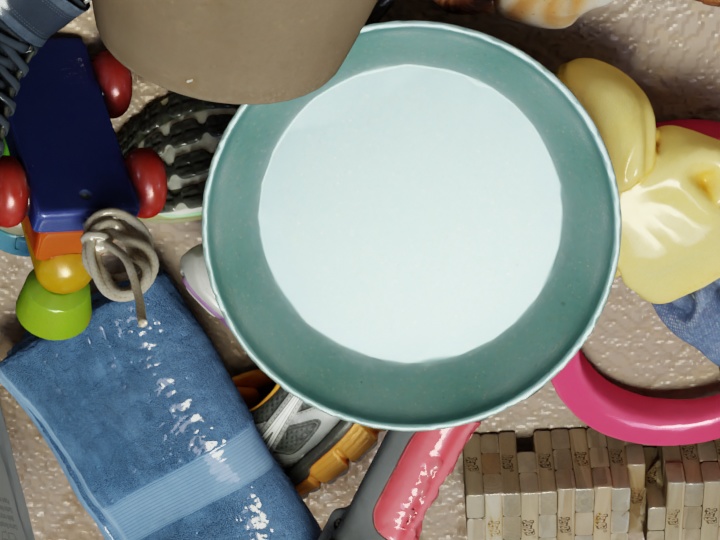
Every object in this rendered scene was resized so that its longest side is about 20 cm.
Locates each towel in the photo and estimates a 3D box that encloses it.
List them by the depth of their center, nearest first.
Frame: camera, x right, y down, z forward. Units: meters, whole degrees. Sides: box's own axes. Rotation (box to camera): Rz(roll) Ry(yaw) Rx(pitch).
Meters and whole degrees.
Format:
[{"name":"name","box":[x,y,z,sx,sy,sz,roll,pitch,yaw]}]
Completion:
[{"name":"towel","box":[-0.100,0.104,1.404,0.111,0.049,0.200,-27,97,26]}]

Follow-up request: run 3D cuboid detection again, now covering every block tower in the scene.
[{"name":"block tower","box":[0.158,0.122,1.489,0.199,0.058,0.054,-2,128,1]}]

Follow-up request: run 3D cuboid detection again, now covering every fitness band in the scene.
[{"name":"fitness band","box":[0.168,0.009,1.416,0.143,0.037,0.200,0,127,0]}]

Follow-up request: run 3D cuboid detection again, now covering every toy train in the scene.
[{"name":"toy train","box":[-0.141,-0.009,1.282,0.084,0.200,0.116,-5,138,-20]}]

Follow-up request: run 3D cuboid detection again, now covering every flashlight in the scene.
[{"name":"flashlight","box":[0.041,0.095,1.347,0.068,0.068,0.200,25,97,-12]}]

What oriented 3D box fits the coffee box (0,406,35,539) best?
[{"name":"coffee box","box":[-0.297,0.119,1.321,0.197,0.201,0.200,-22,163,14]}]

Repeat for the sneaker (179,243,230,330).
[{"name":"sneaker","box":[0.000,0.000,1.372,0.200,0.075,0.100,12,111,-32]}]

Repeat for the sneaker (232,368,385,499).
[{"name":"sneaker","box":[-0.065,0.101,1.455,0.077,0.078,0.200,41,113,-14]}]

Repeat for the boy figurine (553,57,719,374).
[{"name":"boy figurine","box":[0.150,-0.023,1.330,0.124,0.064,0.200,-36,115,20]}]

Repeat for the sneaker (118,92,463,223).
[{"name":"sneaker","box":[-0.031,-0.048,1.343,0.199,0.077,0.089,-10,144,10]}]

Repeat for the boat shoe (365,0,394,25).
[{"name":"boat shoe","box":[0.013,-0.169,1.246,0.072,0.066,0.201,24,123,-20]}]

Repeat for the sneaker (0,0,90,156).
[{"name":"sneaker","box":[-0.163,-0.099,1.211,0.146,0.203,0.077,-27,144,13]}]

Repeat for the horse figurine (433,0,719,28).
[{"name":"horse figurine","box":[0.113,-0.156,1.259,0.199,0.050,0.133,-15,150,-7]}]

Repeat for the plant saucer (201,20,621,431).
[{"name":"plant saucer","box":[0.024,-0.023,1.275,0.199,0.036,0.201,0,104,1]}]

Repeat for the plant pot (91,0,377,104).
[{"name":"plant pot","box":[-0.047,-0.174,1.151,0.200,0.200,0.175,6,125,-8]}]
